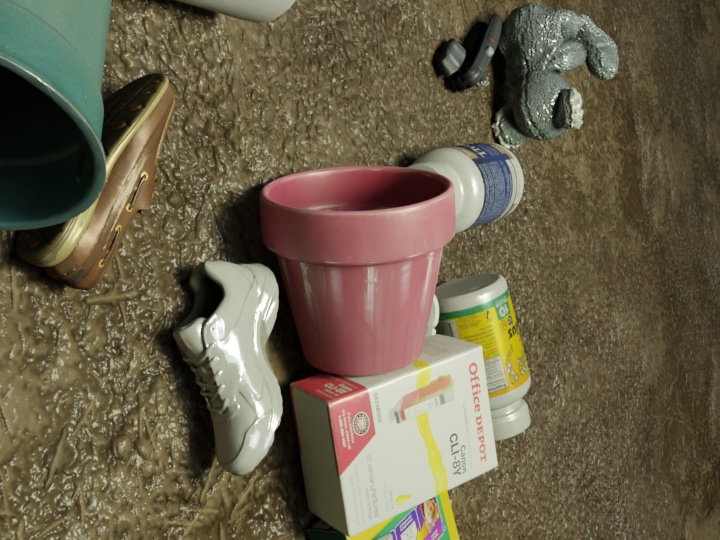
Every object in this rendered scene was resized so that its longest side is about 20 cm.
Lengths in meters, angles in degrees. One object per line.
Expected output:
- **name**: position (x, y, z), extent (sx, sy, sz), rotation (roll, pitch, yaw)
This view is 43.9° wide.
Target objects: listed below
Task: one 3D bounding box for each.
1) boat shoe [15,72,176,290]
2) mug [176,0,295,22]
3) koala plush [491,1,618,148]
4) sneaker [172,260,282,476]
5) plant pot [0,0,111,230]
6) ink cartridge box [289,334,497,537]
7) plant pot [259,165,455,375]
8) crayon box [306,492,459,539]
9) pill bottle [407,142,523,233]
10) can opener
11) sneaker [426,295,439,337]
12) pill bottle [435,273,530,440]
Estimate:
- **boat shoe**: position (-0.204, -0.075, 0.734), extent (0.068, 0.072, 0.201), rotation (51, 51, -43)
- **mug**: position (-0.158, -0.315, 0.819), extent (0.153, 0.186, 0.150), rotation (-12, 125, -46)
- **koala plush**: position (0.285, -0.290, 1.394), extent (0.183, 0.177, 0.201), rotation (30, 64, -42)
- **sneaker**: position (-0.130, 0.084, 0.810), extent (0.099, 0.078, 0.201), rotation (16, 61, -45)
- **plant pot**: position (-0.251, -0.163, 0.589), extent (0.200, 0.199, 0.197), rotation (36, 47, -45)
- **ink cartridge box**: position (0.039, 0.164, 0.936), extent (0.199, 0.083, 0.146), rotation (-16, 104, -31)
- **plant pot**: position (0.000, 0.000, 0.915), extent (0.200, 0.199, 0.180), rotation (-28, 121, -53)
- **crayon box**: position (0.037, 0.319, 0.999), extent (0.200, 0.058, 0.174), rotation (-27, 106, -53)
- **pill bottle**: position (0.126, -0.107, 1.169), extent (0.200, 0.110, 0.112), rotation (-18, 98, -55)
- **can opener**: position (0.175, -0.330, 1.327), extent (0.079, 0.063, 0.200), rotation (61, 40, -26)
- **sneaker**: position (0.037, 0.097, 1.045), extent (0.115, 0.075, 0.201), rotation (29, 50, -43)
- **pill bottle**: position (0.159, 0.114, 1.168), extent (0.113, 0.112, 0.201), rotation (-29, 107, -53)
